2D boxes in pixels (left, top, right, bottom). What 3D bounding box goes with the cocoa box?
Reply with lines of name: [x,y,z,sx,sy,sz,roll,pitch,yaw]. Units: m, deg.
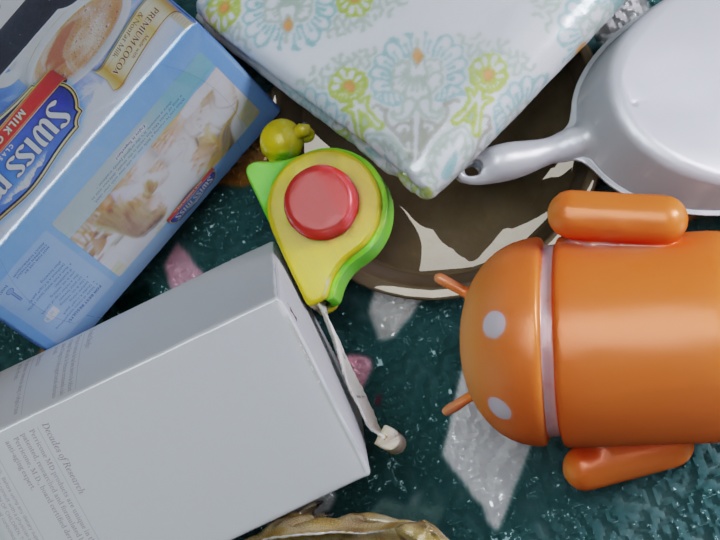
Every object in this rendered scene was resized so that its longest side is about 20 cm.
cocoa box: [-0.171,-0.075,1.516,0.131,0.133,0.200,40,89,28]

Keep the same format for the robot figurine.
robot figurine: [0.141,0.039,1.452,0.199,0.144,0.117,-2,59,8]

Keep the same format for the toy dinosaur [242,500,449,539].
toy dinosaur: [-0.039,0.154,1.478,0.199,0.101,0.058,-10,78,8]

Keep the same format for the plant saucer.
plant saucer: [0.044,-0.080,1.544,0.199,0.029,0.201,-2,79,10]

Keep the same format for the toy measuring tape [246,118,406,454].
toy measuring tape: [0.000,0.000,1.489,0.073,0.074,0.201,-27,77,4]

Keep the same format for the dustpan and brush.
dustpan and brush: [0.148,-0.082,1.495,0.199,0.057,0.140,-12,70,-22]

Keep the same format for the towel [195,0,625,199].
towel: [0.025,-0.153,1.514,0.200,0.048,0.171,38,79,26]

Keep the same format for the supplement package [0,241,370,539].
supplement package: [-0.109,0.088,1.476,0.199,0.117,0.118,-26,105,5]
